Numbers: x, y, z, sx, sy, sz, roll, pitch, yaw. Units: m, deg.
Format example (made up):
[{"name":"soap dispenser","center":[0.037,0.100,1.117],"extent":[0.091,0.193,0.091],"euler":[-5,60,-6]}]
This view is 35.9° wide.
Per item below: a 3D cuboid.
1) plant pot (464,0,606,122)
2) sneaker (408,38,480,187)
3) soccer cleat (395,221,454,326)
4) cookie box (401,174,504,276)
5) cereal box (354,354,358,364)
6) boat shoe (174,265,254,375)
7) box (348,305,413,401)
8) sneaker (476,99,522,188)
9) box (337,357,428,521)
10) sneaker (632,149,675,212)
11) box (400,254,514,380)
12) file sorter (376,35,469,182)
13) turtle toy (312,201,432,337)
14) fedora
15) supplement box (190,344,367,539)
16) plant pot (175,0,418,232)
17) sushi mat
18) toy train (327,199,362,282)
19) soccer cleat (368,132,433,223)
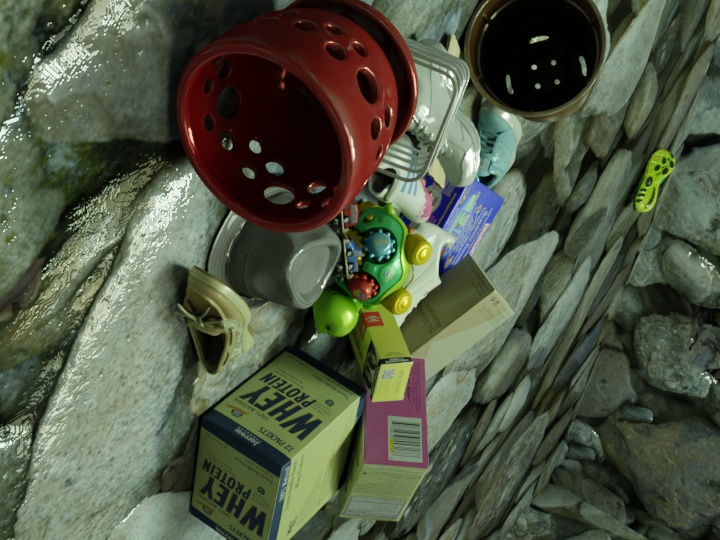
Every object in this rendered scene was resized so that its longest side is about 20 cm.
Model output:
[{"name":"plant pot","center":[0.268,-0.309,1.648],"extent":[0.201,0.200,0.198],"euler":[-63,165,4]},{"name":"sneaker","center":[0.087,-0.195,1.459],"extent":[0.099,0.078,0.201],"euler":[-28,101,-29]},{"name":"soccer cleat","center":[0.077,0.026,1.650],"extent":[0.069,0.077,0.201],"euler":[-112,-139,-72]},{"name":"cookie box","center":[0.136,-0.072,1.774],"extent":[0.172,0.075,0.200],"euler":[-61,158,5]},{"name":"cereal box","center":[0.090,0.082,1.782],"extent":[0.199,0.040,0.144],"euler":[-16,139,-16]},{"name":"boat shoe","center":[-0.167,0.063,1.274],"extent":[0.063,0.073,0.200],"euler":[-51,158,-19]},{"name":"box","center":[0.019,0.089,1.572],"extent":[0.050,0.200,0.076],"euler":[-1,130,-17]},{"name":"sneaker","center":[0.214,-0.195,1.804],"extent":[0.082,0.074,0.200],"euler":[-58,158,-19]},{"name":"box","center":[0.031,0.251,1.646],"extent":[0.200,0.096,0.177],"euler":[110,-16,-54]},{"name":"sneaker","center":[0.796,-0.248,3.054],"extent":[0.201,0.074,0.084],"euler":[-59,-177,-14]},{"name":"box","center":[0.123,0.080,1.699],"extent":[0.200,0.095,0.078],"euler":[-39,136,6]},{"name":"file sorter","center":[0.047,-0.194,1.290],"extent":[0.200,0.124,0.139],"euler":[-59,171,-72]},{"name":"turtle toy","center":[0.000,0.000,1.507],"extent":[0.101,0.146,0.201],"euler":[6,112,-43]},{"name":"fedora","center":[-0.087,-0.017,1.330],"extent":[0.177,0.090,0.200],"euler":[-59,158,-6]},{"name":"supplement box","center":[-0.114,0.253,1.536],"extent":[0.200,0.134,0.201],"euler":[-38,149,-46]},{"name":"plant pot","center":[-0.055,-0.166,1.095],"extent":[0.183,0.200,0.201],"euler":[-51,158,-46]},{"name":"sushi mat","center":[0.120,-0.223,1.560],"extent":[0.096,0.012,0.201],"euler":[28,72,-69]},{"name":"toy train","center":[-0.024,-0.076,1.400],"extent":[0.046,0.034,0.201],"euler":[-11,120,-12]},{"name":"soccer cleat","center":[0.047,-0.119,1.550],"extent":[0.086,0.070,0.200],"euler":[-45,148,-17]}]
